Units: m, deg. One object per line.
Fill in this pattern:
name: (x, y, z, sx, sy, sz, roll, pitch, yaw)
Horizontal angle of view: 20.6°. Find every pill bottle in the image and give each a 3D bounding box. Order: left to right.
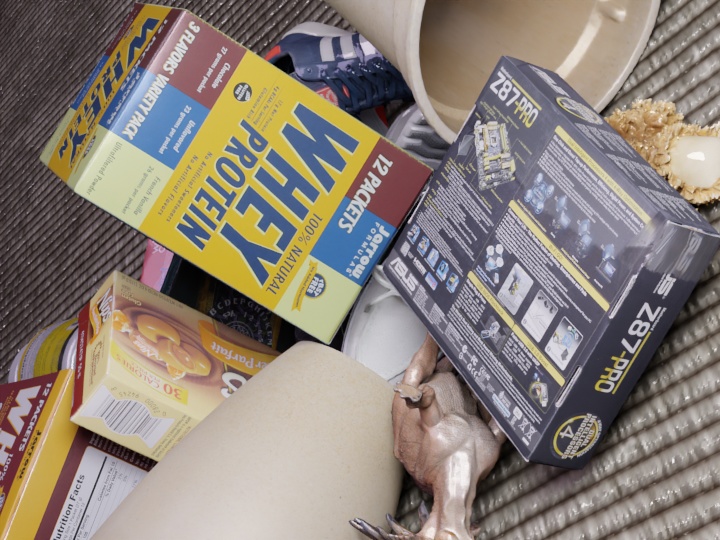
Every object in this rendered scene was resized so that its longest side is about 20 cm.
pill bottle: (-0.248, 0.098, 1.823, 0.200, 0.114, 0.115, -13, 53, 63)

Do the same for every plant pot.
plant pot: (-0.053, 0.154, 1.283, 0.200, 0.187, 0.187, -58, 20, -17)
plant pot: (0.063, -0.198, 1.296, 0.183, 0.200, 0.201, 37, 99, 46)

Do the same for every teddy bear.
teddy bear: (0.152, -0.037, 1.189, 0.200, 0.067, 0.145, -20, 56, 50)

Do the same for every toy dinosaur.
toy dinosaur: (0.046, 0.108, 1.222, 0.200, 0.086, 0.136, -83, 9, -61)

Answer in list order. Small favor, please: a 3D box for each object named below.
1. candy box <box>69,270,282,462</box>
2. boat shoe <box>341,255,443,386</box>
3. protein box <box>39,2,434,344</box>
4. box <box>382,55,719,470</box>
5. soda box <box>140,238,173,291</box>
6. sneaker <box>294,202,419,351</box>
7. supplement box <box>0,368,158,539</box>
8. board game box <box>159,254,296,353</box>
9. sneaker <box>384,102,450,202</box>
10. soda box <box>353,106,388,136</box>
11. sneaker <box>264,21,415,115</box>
candy box: (-0.104, 0.092, 1.399, 0.055, 0.200, 0.116, -48, 26, 29)
boat shoe: (0.051, 0.006, 1.308, 0.202, 0.075, 0.086, -51, -5, 12)
protein box: (-0.090, -0.071, 1.339, 0.135, 0.198, 0.200, -58, 18, -1)
box: (0.102, -0.008, 1.143, 0.161, 0.049, 0.200, -63, 36, 21)
soda box: (-0.133, 0.026, 1.569, 0.070, 0.063, 0.201, -2, 72, 31)
sneaker: (0.000, 0.000, 1.440, 0.200, 0.079, 0.076, -40, 31, 46)
supplement box: (-0.187, 0.180, 1.483, 0.197, 0.200, 0.133, -15, 51, 61)
board game box: (-0.087, 0.031, 1.520, 0.028, 0.135, 0.200, -23, 44, 62)
sneaker: (0.057, -0.108, 1.438, 0.200, 0.075, 0.082, -40, 33, 44)
soda box: (-0.022, -0.121, 1.636, 0.063, 0.068, 0.200, -52, 24, 25)
sneaker: (-0.006, -0.144, 1.517, 0.200, 0.075, 0.085, 3, 38, 48)
